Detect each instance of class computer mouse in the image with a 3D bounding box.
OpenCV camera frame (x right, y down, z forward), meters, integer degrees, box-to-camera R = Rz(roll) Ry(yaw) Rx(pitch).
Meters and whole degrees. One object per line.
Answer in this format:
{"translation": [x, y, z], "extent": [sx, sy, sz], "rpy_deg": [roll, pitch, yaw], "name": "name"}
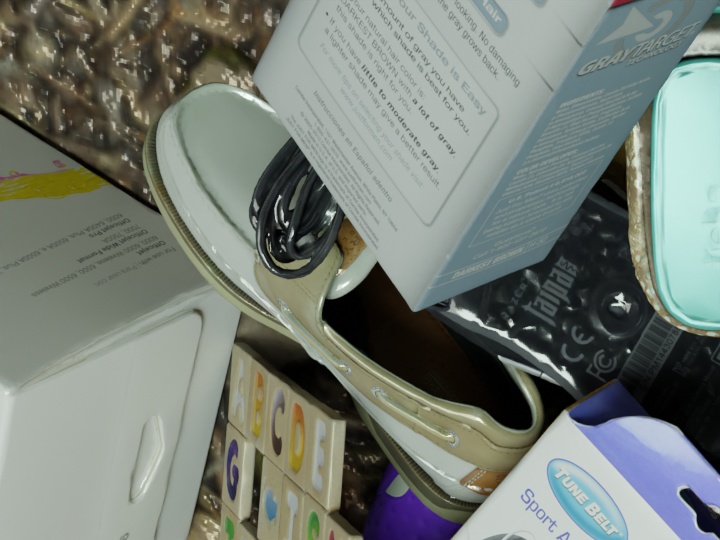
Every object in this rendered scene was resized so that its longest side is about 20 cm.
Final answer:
{"translation": [0.074, -0.028, 0.972], "extent": [0.200, 0.046, 0.141], "rpy_deg": [25, 92, 3], "name": "computer mouse"}

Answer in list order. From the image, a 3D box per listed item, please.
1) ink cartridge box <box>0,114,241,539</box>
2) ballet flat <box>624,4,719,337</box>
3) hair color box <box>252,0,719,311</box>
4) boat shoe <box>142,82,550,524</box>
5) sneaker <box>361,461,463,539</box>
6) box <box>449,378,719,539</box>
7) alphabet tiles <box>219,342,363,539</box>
{"translation": [-0.174, 0.035, 1.152], "extent": [0.200, 0.145, 0.147], "rpy_deg": [31, 126, 25], "name": "ink cartridge box"}
{"translation": [0.107, -0.080, 0.855], "extent": [0.070, 0.065, 0.200], "rpy_deg": [4, 110, 7], "name": "ballet flat"}
{"translation": [0.045, -0.088, 0.817], "extent": [0.099, 0.061, 0.200], "rpy_deg": [55, 144, 20], "name": "hair color box"}
{"translation": [0.000, 0.000, 1.024], "extent": [0.200, 0.075, 0.068], "rpy_deg": [46, 155, 11], "name": "boat shoe"}
{"translation": [0.013, 0.155, 1.079], "extent": [0.070, 0.099, 0.200], "rpy_deg": [27, 126, 26], "name": "sneaker"}
{"translation": [0.078, 0.131, 0.959], "extent": [0.119, 0.041, 0.200], "rpy_deg": [48, 126, 13], "name": "box"}
{"translation": [-0.031, 0.126, 1.057], "extent": [0.200, 0.008, 0.168], "rpy_deg": [-151, 65, -73], "name": "alphabet tiles"}
